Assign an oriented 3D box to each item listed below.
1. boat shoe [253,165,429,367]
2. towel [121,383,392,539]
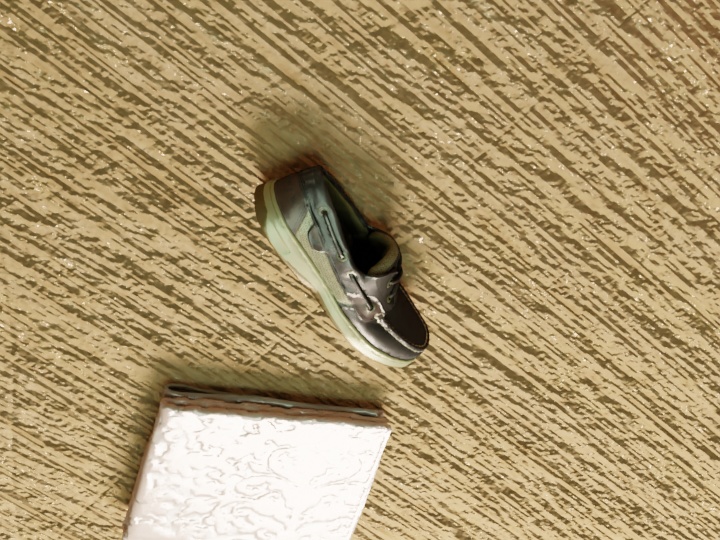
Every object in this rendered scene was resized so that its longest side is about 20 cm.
[{"bbox_3d":[0.000,0.000,1.281,0.065,0.073,0.200,-24,132,25],"label":"boat shoe"},{"bbox_3d":[-0.090,0.176,1.476,0.200,0.032,0.191,7,133,-13],"label":"towel"}]
